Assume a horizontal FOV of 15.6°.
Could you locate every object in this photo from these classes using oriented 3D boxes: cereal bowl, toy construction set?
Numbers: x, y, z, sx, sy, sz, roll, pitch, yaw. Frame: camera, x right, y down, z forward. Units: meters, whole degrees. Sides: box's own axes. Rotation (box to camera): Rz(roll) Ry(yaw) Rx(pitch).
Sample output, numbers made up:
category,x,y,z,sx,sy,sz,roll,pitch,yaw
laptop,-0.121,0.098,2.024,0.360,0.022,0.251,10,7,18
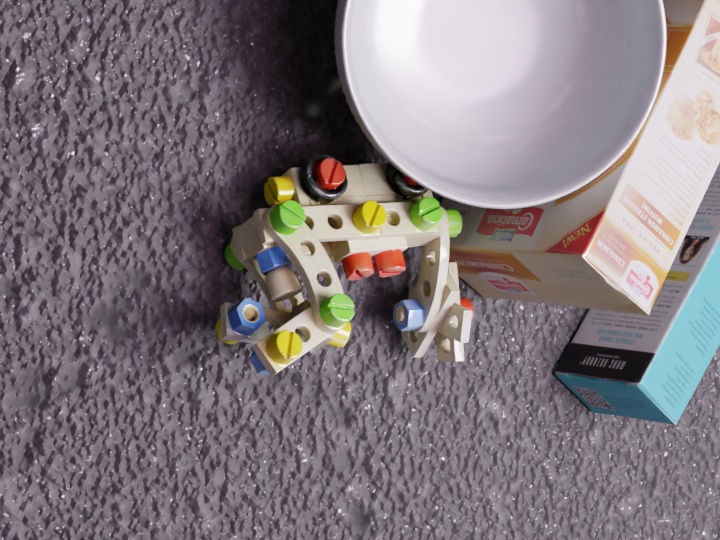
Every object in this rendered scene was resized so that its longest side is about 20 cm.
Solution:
category,x,y,z,sx,sy,sz,roll,pitch,yaw
cereal bowl,0.077,-0.140,1.569,0.199,0.083,0.201,-2,99,-11
toy construction set,0.000,0.000,1.582,0.200,0.092,0.132,3,67,-46

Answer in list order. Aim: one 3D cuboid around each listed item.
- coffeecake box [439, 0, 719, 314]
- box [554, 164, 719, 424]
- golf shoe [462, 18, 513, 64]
category,x,y,z,sx,sy,sz,roll,pitch,yaw
coffeecake box,0.148,-0.079,1.656,0.073,0.153,0.201,38,70,-34
box,0.215,0.005,1.762,0.049,0.082,0.200,44,67,-33
golf shoe,0.090,-0.184,1.663,0.200,0.094,0.078,-46,159,-3
